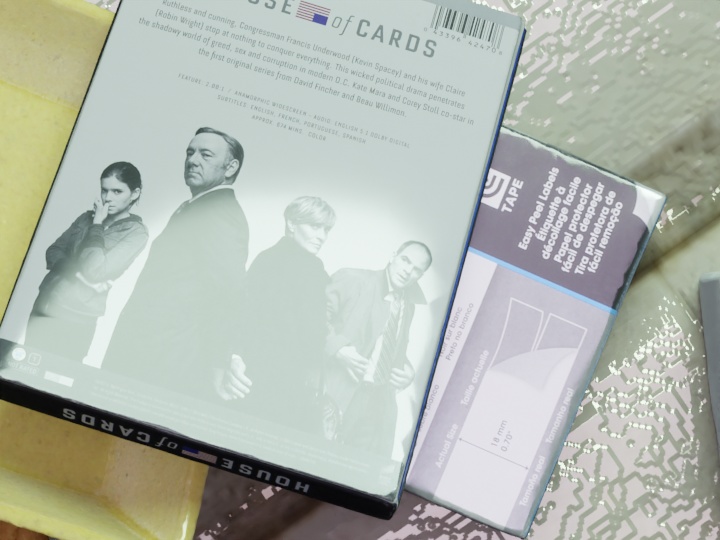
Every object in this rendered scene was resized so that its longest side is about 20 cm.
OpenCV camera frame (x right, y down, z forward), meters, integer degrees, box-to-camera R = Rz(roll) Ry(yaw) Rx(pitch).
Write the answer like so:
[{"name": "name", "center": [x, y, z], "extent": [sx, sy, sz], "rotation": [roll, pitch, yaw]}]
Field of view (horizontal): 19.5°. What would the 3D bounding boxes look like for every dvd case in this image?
[{"name": "dvd case", "center": [-0.033, -0.026, 0.757], "extent": [0.149, 0.025, 0.201], "rotation": [17, 64, -1]}]

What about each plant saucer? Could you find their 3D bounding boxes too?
[{"name": "plant saucer", "center": [-0.141, -0.009, 0.761], "extent": [0.199, 0.048, 0.202], "rotation": [21, 64, -22]}]

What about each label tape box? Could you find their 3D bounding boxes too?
[{"name": "label tape box", "center": [0.000, 0.000, 0.827], "extent": [0.199, 0.063, 0.145], "rotation": [23, 89, 2]}]

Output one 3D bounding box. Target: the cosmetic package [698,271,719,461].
[{"name": "cosmetic package", "center": [0.238, 0.040, 0.812], "extent": [0.198, 0.071, 0.102], "rotation": [-7, 89, 3]}]

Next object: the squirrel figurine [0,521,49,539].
[{"name": "squirrel figurine", "center": [-0.221, 0.105, 0.816], "extent": [0.186, 0.142, 0.201], "rotation": [30, 104, -8]}]
